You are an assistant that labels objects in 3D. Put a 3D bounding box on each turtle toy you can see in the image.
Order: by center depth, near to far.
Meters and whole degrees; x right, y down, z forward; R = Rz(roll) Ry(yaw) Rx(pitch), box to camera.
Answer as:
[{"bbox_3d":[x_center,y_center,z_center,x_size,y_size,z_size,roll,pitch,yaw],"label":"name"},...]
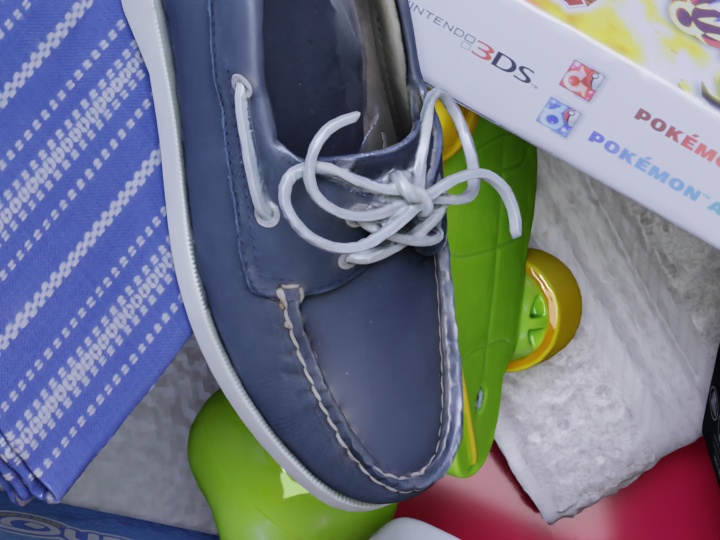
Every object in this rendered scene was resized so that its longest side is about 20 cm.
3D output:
[{"bbox_3d":[0.000,0.000,0.866,0.101,0.146,0.200,10,101,23],"label":"turtle toy"}]

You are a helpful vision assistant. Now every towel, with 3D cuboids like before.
[{"bbox_3d":[-0.098,-0.058,0.708,0.200,0.024,0.145,54,55,-28],"label":"towel"},{"bbox_3d":[0.073,-0.032,0.933,0.132,0.034,0.200,-27,95,7],"label":"towel"}]

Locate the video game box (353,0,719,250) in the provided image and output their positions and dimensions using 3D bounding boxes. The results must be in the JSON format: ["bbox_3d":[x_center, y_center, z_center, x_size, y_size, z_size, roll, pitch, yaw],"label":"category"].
[{"bbox_3d":[0.111,-0.086,0.830,0.182,0.200,0.047,27,131,-1],"label":"video game box"}]

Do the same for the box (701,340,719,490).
[{"bbox_3d":[0.219,0.050,0.853,0.200,0.149,0.124,-3,132,-7],"label":"box"}]

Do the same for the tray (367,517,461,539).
[{"bbox_3d":[0.069,0.138,0.786,0.200,0.107,0.022,26,123,20],"label":"tray"}]

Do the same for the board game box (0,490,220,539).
[{"bbox_3d":[-0.131,0.104,0.846,0.200,0.199,0.043,12,99,-6],"label":"board game box"}]

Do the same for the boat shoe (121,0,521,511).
[{"bbox_3d":[-0.007,-0.033,0.735,0.075,0.062,0.200,-20,101,-41],"label":"boat shoe"}]
